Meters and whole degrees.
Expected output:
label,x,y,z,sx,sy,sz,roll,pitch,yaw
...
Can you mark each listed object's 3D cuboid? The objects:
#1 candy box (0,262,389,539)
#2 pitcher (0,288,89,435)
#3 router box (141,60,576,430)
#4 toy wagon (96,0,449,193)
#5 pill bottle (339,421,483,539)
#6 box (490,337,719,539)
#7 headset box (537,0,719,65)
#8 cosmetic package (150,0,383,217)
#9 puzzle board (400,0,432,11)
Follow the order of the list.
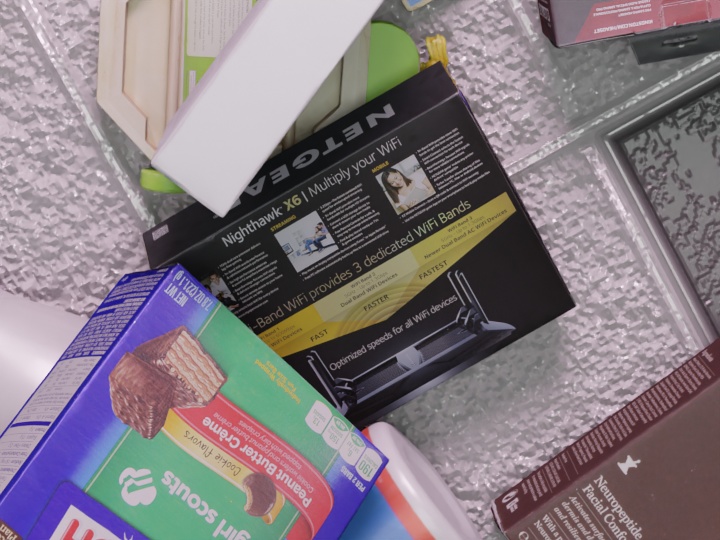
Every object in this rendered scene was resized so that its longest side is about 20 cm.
label,x,y,z,sx,sy,sz,roll,pitch,yaw
candy box,-0.108,0.126,1.188,0.169,0.077,0.200,43,66,-18
pitcher,-0.200,0.091,1.269,0.200,0.121,0.172,38,71,-4
router box,0.000,0.000,1.280,0.199,0.052,0.158,-29,118,3
toy wagon,-0.050,-0.120,1.285,0.198,0.040,0.156,3,101,-3
pill bottle,-0.032,0.189,1.308,0.200,0.112,0.112,-39,100,6
box,0.187,0.126,1.323,0.200,0.075,0.100,-37,100,4
headset box,0.163,-0.215,1.239,0.147,0.075,0.202,-10,102,0
cosmetic package,-0.031,-0.132,1.186,0.052,0.151,0.200,36,98,-10
puzzle board,0.076,-0.260,1.273,0.199,0.017,0.151,-29,102,5
